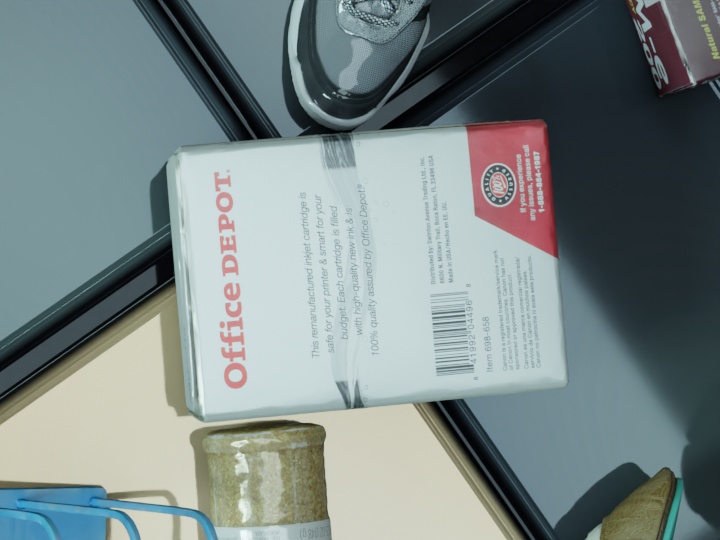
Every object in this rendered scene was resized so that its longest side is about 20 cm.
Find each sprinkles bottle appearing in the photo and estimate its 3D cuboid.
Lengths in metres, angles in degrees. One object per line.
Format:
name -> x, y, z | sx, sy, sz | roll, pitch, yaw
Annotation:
sprinkles bottle -> -0.045, 0.183, 1.089 | 0.068, 0.068, 0.200 | -4, 88, -10

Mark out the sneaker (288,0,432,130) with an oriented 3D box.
sneaker -> 0.021, -0.175, 1.096 | 0.075, 0.114, 0.200 | 23, 83, -8

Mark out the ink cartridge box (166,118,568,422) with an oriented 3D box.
ink cartridge box -> 0.000, 0.000, 1.099 | 0.200, 0.084, 0.144 | -4, 89, -11

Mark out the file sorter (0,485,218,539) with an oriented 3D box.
file sorter -> -0.181, 0.178, 0.995 | 0.200, 0.123, 0.139 | 4, 85, -42

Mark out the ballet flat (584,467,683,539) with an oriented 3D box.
ballet flat -> 0.129, 0.204, 1.130 | 0.072, 0.068, 0.200 | 9, 90, 9

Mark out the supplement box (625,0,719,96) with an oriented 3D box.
supplement box -> 0.250, -0.182, 1.165 | 0.200, 0.061, 0.109 | -19, 90, -12
